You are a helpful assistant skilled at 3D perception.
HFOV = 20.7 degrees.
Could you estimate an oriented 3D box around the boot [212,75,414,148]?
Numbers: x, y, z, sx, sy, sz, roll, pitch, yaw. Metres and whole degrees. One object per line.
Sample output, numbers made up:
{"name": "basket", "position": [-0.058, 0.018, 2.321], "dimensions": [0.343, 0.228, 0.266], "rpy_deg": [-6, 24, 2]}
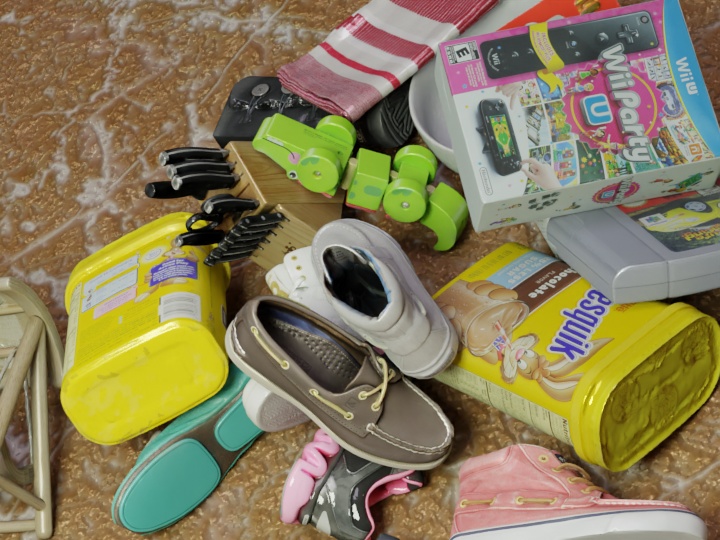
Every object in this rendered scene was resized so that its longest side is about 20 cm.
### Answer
{"name": "boot", "position": [-0.025, -0.171, 1.865], "dimensions": [0.199, 0.066, 0.165], "rpy_deg": [-4, 35, 37]}

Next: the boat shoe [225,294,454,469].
{"name": "boat shoe", "position": [-0.010, 0.085, 1.522], "dimensions": [0.199, 0.060, 0.072], "rpy_deg": [33, 60, -3]}

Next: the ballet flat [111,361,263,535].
{"name": "ballet flat", "position": [-0.134, 0.142, 1.647], "dimensions": [0.200, 0.068, 0.070], "rpy_deg": [-42, 27, -15]}

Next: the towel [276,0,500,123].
{"name": "towel", "position": [0.030, -0.216, 1.794], "dimensions": [0.200, 0.023, 0.144], "rpy_deg": [-40, 33, -12]}

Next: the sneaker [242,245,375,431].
{"name": "sneaker", "position": [-0.050, 0.050, 1.627], "dimensions": [0.115, 0.074, 0.199], "rpy_deg": [37, 46, 24]}

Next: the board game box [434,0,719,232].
{"name": "board game box", "position": [0.171, -0.124, 1.561], "dimensions": [0.198, 0.064, 0.149], "rpy_deg": [-11, 68, -7]}

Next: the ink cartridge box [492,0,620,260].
{"name": "ink cartridge box", "position": [0.188, -0.125, 1.621], "dimensions": [0.159, 0.201, 0.047], "rpy_deg": [-33, 10, -8]}

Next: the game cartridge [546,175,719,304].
{"name": "game cartridge", "position": [0.263, -0.031, 1.551], "dimensions": [0.198, 0.041, 0.133], "rpy_deg": [-16, 33, -18]}

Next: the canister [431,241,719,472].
{"name": "canister", "position": [0.157, 0.061, 1.534], "dimensions": [0.148, 0.087, 0.199], "rpy_deg": [-35, 40, -31]}

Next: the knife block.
{"name": "knife block", "position": [-0.100, -0.076, 1.707], "dimensions": [0.064, 0.175, 0.201], "rpy_deg": [-43, 22, 31]}

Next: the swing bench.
{"name": "swing bench", "position": [-0.367, 0.123, 1.696], "dimensions": [0.197, 0.130, 0.202], "rpy_deg": [-6, 64, 20]}

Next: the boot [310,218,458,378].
{"name": "boot", "position": [0.000, 0.000, 1.540], "dimensions": [0.074, 0.096, 0.200], "rpy_deg": [-45, 42, 1]}

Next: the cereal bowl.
{"name": "cereal bowl", "position": [0.146, -0.151, 1.740], "dimensions": [0.198, 0.084, 0.201], "rpy_deg": [-13, 47, 15]}

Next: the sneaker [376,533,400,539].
{"name": "sneaker", "position": [0.038, 0.284, 1.442], "dimensions": [0.081, 0.070, 0.201], "rpy_deg": [2, 50, 2]}

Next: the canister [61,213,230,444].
{"name": "canister", "position": [-0.182, 0.048, 1.676], "dimensions": [0.148, 0.087, 0.200], "rpy_deg": [-27, 26, 8]}

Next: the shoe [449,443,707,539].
{"name": "shoe", "position": [0.159, 0.173, 1.460], "dimensions": [0.198, 0.072, 0.092], "rpy_deg": [-10, 53, 24]}

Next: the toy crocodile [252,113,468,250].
{"name": "toy crocodile", "position": [0.002, -0.080, 1.701], "dimensions": [0.198, 0.062, 0.068], "rpy_deg": [21, 39, -4]}

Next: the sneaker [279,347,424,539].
{"name": "sneaker", "position": [0.017, 0.136, 1.577], "dimensions": [0.095, 0.079, 0.201], "rpy_deg": [27, 62, 12]}
